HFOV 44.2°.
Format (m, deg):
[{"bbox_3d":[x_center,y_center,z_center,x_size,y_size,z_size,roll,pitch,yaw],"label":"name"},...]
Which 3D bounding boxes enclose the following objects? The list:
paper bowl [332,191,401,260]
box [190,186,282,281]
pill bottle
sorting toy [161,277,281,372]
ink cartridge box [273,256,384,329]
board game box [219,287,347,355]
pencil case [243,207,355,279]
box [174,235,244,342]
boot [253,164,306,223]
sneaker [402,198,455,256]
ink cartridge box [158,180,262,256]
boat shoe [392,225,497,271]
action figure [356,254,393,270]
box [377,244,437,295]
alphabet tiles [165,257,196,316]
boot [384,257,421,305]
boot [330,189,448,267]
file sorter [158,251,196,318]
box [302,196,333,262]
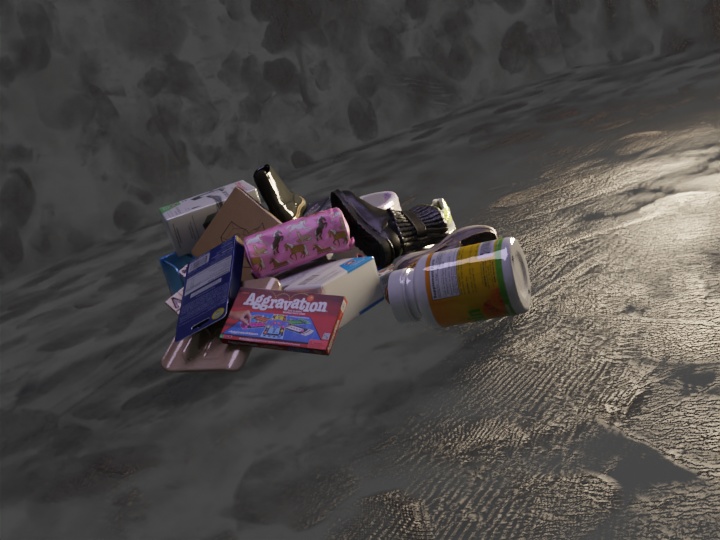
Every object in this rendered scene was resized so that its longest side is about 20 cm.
[{"bbox_3d":[-0.001,-0.087,1.908,0.197,0.106,0.201,-17,16,5],"label":"paper bowl"},{"bbox_3d":[-0.220,-0.045,1.705,0.199,0.165,0.021,39,6,30],"label":"box"},{"bbox_3d":[0.145,0.024,1.321,0.197,0.113,0.111,-12,15,24],"label":"pill bottle"},{"bbox_3d":[-0.238,0.099,1.538,0.197,0.037,0.187,-4,51,41],"label":"sorting toy"},{"bbox_3d":[-0.080,0.043,1.573,0.198,0.086,0.145,-5,19,44],"label":"ink cartridge box"},{"bbox_3d":[-0.126,0.080,1.441,0.196,0.020,0.104,4,54,24],"label":"board game box"},{"bbox_3d":[-0.112,-0.048,1.600,0.197,0.088,0.083,-21,15,-9],"label":"pencil case"},{"bbox_3d":[-0.264,0.039,1.564,0.120,0.032,0.202,-27,38,23],"label":"box"},{"bbox_3d":[-0.169,-0.166,1.787,0.077,0.140,0.200,-28,23,-1],"label":"boot"},{"bbox_3d":[0.130,-0.084,1.806,0.074,0.078,0.200,-8,19,28],"label":"sneaker"},{"bbox_3d":[-0.311,-0.114,1.865,0.197,0.086,0.146,-21,19,-14],"label":"ink cartridge box"},{"bbox_3d":[0.154,-0.012,1.550,0.197,0.075,0.074,-26,24,4],"label":"boat shoe"},{"bbox_3d":[0.000,0.000,1.673,0.196,0.053,0.066,0,21,16],"label":"action figure"},{"bbox_3d":[0.106,-0.006,1.623,0.197,0.042,0.039,-25,16,-20],"label":"box"},{"bbox_3d":[-0.275,0.032,1.730,0.166,0.008,0.200,37,58,18],"label":"alphabet tiles"},{"bbox_3d":[0.136,0.018,1.450,0.196,0.075,0.076,-17,24,-6],"label":"boot"},{"bbox_3d":[0.052,-0.100,1.687,0.156,0.080,0.211,-26,56,-25],"label":"boot"},{"bbox_3d":[-0.292,0.012,1.846,0.197,0.141,0.122,-24,20,-23],"label":"file sorter"},{"bbox_3d":[-0.110,-0.070,1.766,0.156,0.049,0.201,-15,28,25],"label":"box"}]
